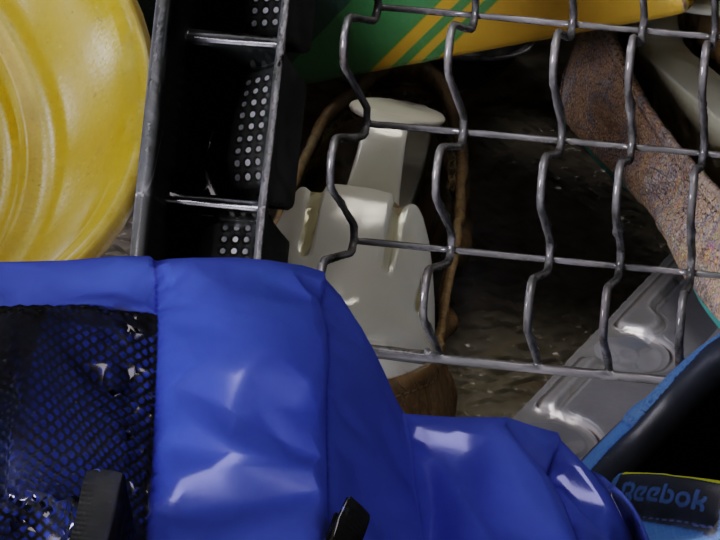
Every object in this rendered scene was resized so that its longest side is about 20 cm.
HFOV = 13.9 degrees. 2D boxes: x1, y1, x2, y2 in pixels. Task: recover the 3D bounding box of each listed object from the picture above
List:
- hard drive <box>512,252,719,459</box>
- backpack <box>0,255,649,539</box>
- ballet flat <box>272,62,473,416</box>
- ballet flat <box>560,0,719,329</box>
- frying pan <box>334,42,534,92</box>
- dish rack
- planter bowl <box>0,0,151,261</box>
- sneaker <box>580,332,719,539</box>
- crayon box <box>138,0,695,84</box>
[{"bbox_3d":[0.125,0.042,0.740,0.139,0.038,0.200,19,31,21],"label":"hard drive"},{"bbox_3d":[-0.034,0.108,0.425,0.167,0.163,0.200,-1,36,5],"label":"backpack"},{"bbox_3d":[0.000,0.000,0.748,0.068,0.073,0.200,12,28,5],"label":"ballet flat"},{"bbox_3d":[0.106,-0.027,0.753,0.068,0.067,0.200,-7,31,-25],"label":"ballet flat"},{"bbox_3d":[0.017,-0.091,0.966,0.115,0.031,0.190,26,22,22],"label":"frying pan"},{"bbox_3d":[0.056,-0.043,0.659,0.199,0.154,0.055,5,-4,9],"label":"dish rack"},{"bbox_3d":[-0.153,-0.036,0.674,0.200,0.084,0.201,15,46,-16],"label":"planter bowl"},{"bbox_3d":[0.040,0.086,0.568,0.066,0.079,0.200,20,44,18],"label":"sneaker"},{"bbox_3d":[0.046,-0.107,0.813,0.199,0.051,0.127,-8,25,35],"label":"crayon box"}]
